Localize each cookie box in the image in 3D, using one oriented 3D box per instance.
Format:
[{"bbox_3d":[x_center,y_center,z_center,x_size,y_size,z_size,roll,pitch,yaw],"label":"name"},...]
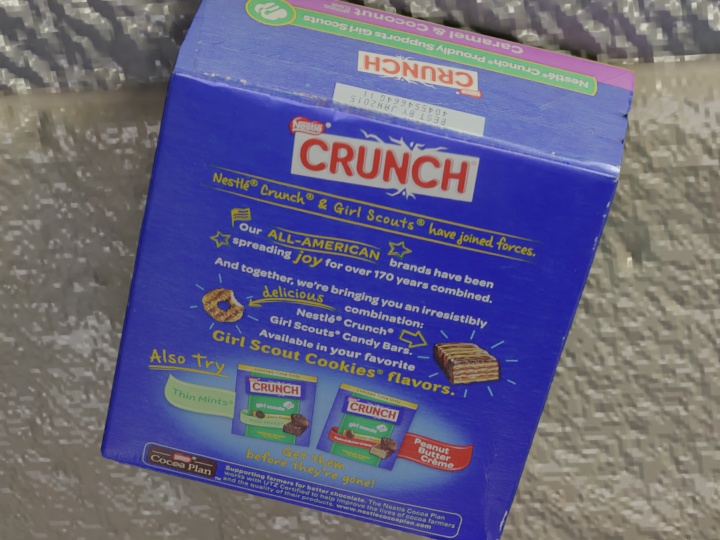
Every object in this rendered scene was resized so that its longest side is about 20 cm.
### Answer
[{"bbox_3d":[0.000,0.000,1.012,0.171,0.075,0.200,14,129,-2],"label":"cookie box"}]
